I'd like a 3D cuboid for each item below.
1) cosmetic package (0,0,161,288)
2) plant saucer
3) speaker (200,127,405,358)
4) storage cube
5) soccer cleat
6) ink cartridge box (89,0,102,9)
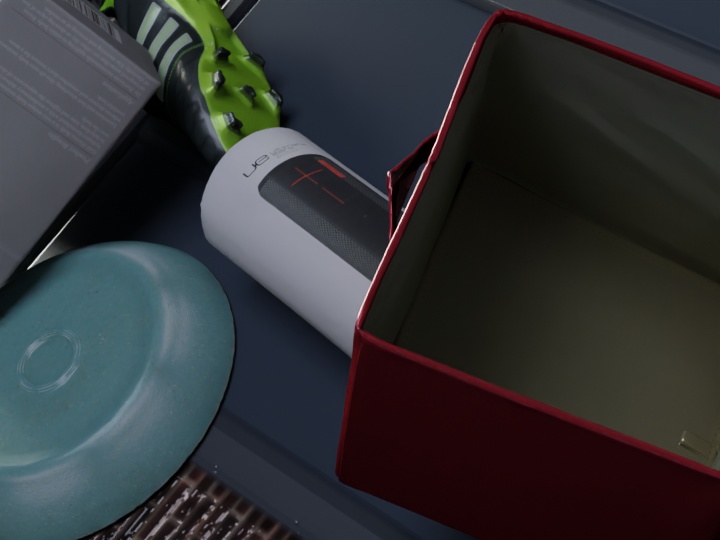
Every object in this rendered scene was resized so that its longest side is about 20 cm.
[{"bbox_3d":[-0.215,-0.068,1.408,0.200,0.107,0.090,-48,21,9],"label":"cosmetic package"},{"bbox_3d":[-0.165,0.058,1.384,0.199,0.036,0.200,-17,50,21],"label":"plant saucer"},{"bbox_3d":[0.000,0.000,1.296,0.081,0.081,0.200,-45,45,-7],"label":"speaker"},{"bbox_3d":[0.100,0.022,1.104,0.199,0.180,0.171,21,66,6],"label":"storage cube"},{"bbox_3d":[-0.101,-0.112,1.464,0.081,0.067,0.200,-47,45,25],"label":"soccer cleat"},{"bbox_3d":[-0.211,-0.155,1.517,0.042,0.119,0.200,-5,53,26],"label":"ink cartridge box"}]
